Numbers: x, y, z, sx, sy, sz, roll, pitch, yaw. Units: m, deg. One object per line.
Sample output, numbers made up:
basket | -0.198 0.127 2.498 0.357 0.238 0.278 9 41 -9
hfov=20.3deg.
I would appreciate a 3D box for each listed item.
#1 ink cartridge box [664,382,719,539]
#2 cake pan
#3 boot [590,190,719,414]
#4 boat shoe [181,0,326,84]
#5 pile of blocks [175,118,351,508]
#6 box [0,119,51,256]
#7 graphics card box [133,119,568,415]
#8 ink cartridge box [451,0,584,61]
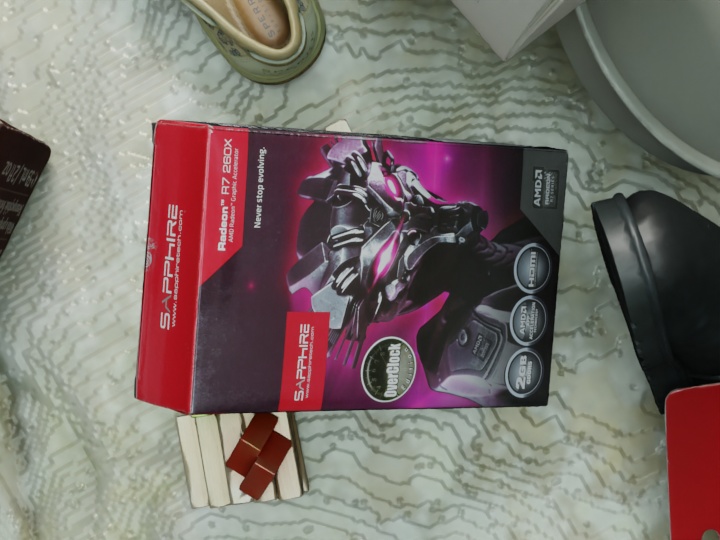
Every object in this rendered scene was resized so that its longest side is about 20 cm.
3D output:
ink cartridge box | 0.233 0.145 0.904 0.175 0.084 0.200 -7 113 0
cake pan | 0.163 -0.131 0.921 0.200 0.037 0.200 8 74 -30
boot | 0.195 -0.001 0.890 0.162 0.198 0.073 -18 65 10
boat shoe | -0.086 -0.178 0.953 0.073 0.063 0.200 -41 89 0
pile of blocks | -0.045 0.021 0.952 0.082 0.062 0.200 15 89 0
box | -0.263 -0.008 0.900 0.164 0.166 0.200 26 90 0
graphics card box | 0.000 0.000 0.905 0.200 0.051 0.126 2 94 -35
ink cartridge box | 0.057 -0.209 0.823 0.147 0.083 0.200 -38 86 -18
